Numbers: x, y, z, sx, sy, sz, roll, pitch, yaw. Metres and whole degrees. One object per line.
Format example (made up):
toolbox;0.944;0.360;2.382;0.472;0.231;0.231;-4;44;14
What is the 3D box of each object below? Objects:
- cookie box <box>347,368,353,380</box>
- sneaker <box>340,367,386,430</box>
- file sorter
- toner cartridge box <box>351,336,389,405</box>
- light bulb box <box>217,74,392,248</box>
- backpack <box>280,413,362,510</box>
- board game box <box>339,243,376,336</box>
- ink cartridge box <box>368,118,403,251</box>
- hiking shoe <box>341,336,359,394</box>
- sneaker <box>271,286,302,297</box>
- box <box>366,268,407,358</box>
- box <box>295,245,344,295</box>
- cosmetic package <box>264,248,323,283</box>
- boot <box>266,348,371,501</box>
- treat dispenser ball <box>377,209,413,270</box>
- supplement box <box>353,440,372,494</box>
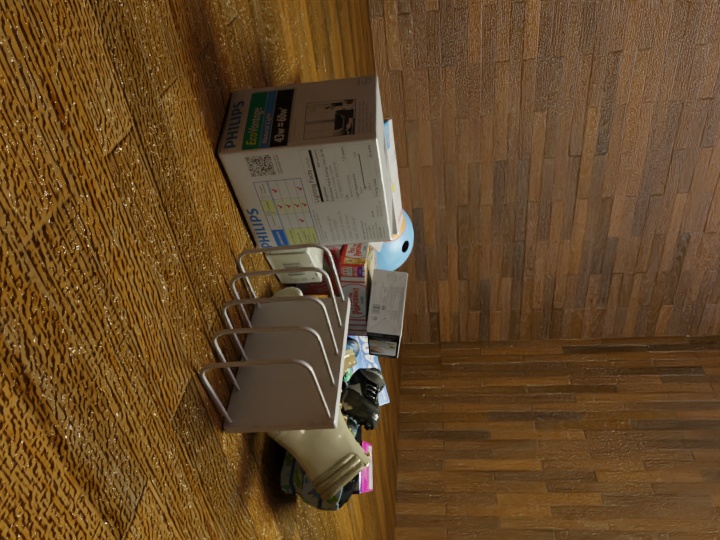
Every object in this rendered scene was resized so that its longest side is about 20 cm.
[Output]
cookie box;-0.062;0.215;1.172;0.171;0.074;0.202;-65;151;-70
sneaker;0.006;0.205;0.998;0.091;0.066;0.200;-56;-174;-6
file sorter;-0.098;0.076;0.731;0.201;0.137;0.125;-84;166;-46
toner cartridge box;-0.005;0.219;1.367;0.094;0.043;0.202;-7;76;-40
light bulb box;-0.063;-0.139;0.813;0.199;0.198;0.126;78;11;-52
backpack;-0.056;0.307;0.953;0.200;0.153;0.164;161;-50;-77
board game box;0.000;0.000;1.098;0.201;0.046;0.153;-78;168;-58
ink cartridge box;-0.001;-0.138;0.984;0.129;0.124;0.202;-64;147;-71
hiking shoe;-0.048;0.181;0.992;0.200;0.086;0.075;-39;130;-46
sneaker;-0.102;0.129;0.890;0.201;0.076;0.112;-93;166;-52
box;0.048;0.084;1.086;0.200;0.060;0.118;86;11;-70
box;-0.066;-0.050;1.140;0.201;0.094;0.103;-80;167;-56
cosmetic package;-0.101;-0.090;0.981;0.104;0.072;0.202;72;17;-60
boot;-0.035;0.215;0.858;0.073;0.156;0.200;-47;172;39
treat dispenser ball;0.040;-0.090;1.560;0.201;0.199;0.203;-2;90;-82
supplement box;-0.035;0.406;1.224;0.200;0.100;0.104;70;19;-69
